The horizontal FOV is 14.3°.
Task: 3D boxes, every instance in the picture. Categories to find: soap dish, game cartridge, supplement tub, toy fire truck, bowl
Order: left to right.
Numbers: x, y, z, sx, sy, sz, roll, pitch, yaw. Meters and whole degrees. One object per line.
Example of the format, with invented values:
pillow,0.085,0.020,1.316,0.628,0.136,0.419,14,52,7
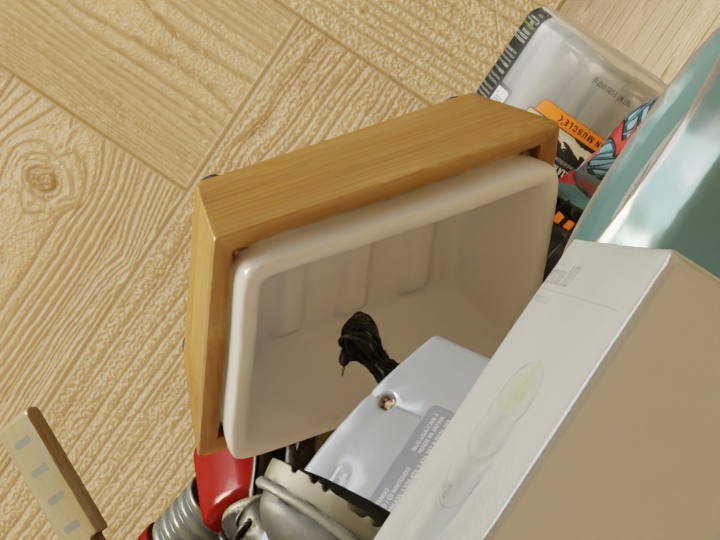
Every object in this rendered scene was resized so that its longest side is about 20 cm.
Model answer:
toy fire truck,-0.104,0.142,1.702,0.176,0.199,0.129,-50,31,28
soap dish,0.000,0.000,1.474,0.199,0.081,0.158,-20,-40,-24
game cartridge,0.021,0.130,1.301,0.200,0.133,0.041,-55,-35,-15
supplement tub,0.107,-0.055,1.819,0.200,0.122,0.123,-57,3,9
bowl,0.146,-0.017,1.054,0.201,0.105,0.201,-55,3,5

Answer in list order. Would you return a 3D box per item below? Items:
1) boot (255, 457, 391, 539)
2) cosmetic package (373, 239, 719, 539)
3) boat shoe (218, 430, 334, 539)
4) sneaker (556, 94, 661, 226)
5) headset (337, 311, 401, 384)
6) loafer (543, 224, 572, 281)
boot,-0.017,0.190,1.014,0.200,0.182,0.073,-55,-27,3
cosmetic package,0.071,0.103,0.865,0.200,0.123,0.199,-55,4,-1
boat shoe,-0.046,0.145,1.560,0.073,0.065,0.201,-49,22,47
sneaker,0.156,-0.058,1.523,0.096,0.079,0.200,-53,4,14
headset,0.020,0.110,1.370,0.123,0.094,0.200,-24,35,16
loafer,0.080,0.053,1.599,0.073,0.072,0.200,-50,8,49
